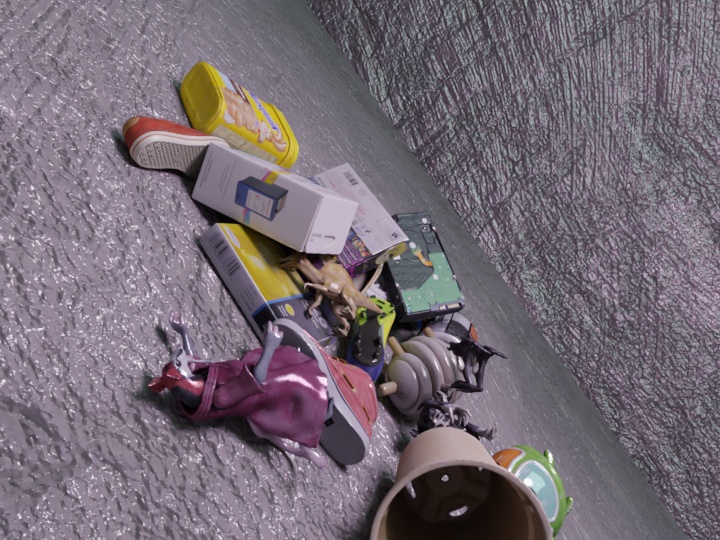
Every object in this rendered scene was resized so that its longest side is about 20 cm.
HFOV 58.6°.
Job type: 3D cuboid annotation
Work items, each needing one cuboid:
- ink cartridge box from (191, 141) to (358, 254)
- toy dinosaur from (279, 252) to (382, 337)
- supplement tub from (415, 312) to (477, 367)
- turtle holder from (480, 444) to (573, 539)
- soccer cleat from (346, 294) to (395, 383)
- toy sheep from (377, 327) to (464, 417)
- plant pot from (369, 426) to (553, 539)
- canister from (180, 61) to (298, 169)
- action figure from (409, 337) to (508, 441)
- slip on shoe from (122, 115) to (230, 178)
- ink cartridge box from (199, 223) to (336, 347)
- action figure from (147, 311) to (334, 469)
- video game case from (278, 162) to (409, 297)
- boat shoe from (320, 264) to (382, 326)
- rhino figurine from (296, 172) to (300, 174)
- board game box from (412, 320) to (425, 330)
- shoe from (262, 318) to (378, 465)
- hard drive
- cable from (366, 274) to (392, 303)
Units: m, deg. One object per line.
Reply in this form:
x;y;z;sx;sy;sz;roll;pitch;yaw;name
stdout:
-0.119;-0.102;0.933;0.197;0.089;0.145;28;11;19;ink cartridge box
-0.025;0.036;0.915;0.197;0.058;0.103;30;41;-28;toy dinosaur
0.163;0.149;1.233;0.124;0.122;0.200;51;17;1;supplement tub
0.250;0.383;1.025;0.130;0.138;0.192;1;90;-49;turtle holder
0.012;0.109;1.003;0.063;0.086;0.201;17;28;1;soccer cleat
0.098;0.169;1.032;0.196;0.139;0.140;-12;60;-38;toy sheep
0.109;0.284;0.766;0.202;0.199;0.184;49;7;-5;plant pot
-0.215;-0.267;1.147;0.198;0.086;0.151;24;32;-54;canister
0.141;0.203;0.932;0.101;0.205;0.118;25;2;42;action figure
-0.253;-0.177;0.905;0.062;0.074;0.199;52;22;15;slip on shoe
-0.113;0.025;0.908;0.200;0.047;0.199;55;20;9;ink cartridge box
-0.128;0.122;0.649;0.197;0.131;0.154;8;87;-48;action figure
-0.047;-0.072;1.031;0.201;0.178;0.036;52;-23;31;video game case
-0.002;-0.001;1.036;0.073;0.063;0.202;40;57;-8;boat shoe
-0.070;-0.136;1.250;0.197;0.061;0.087;30;9;7;rhino figurine
0.084;0.008;1.304;0.202;0.055;0.196;57;-4;16;board game box
-0.045;0.135;0.798;0.203;0.070;0.091;58;24;-11;shoe
0.099;-0.010;1.175;0.136;0.038;0.204;-8;64;-29;hard drive
-0.013;0.004;1.160;0.199;0.069;0.203;31;28;-51;cable
